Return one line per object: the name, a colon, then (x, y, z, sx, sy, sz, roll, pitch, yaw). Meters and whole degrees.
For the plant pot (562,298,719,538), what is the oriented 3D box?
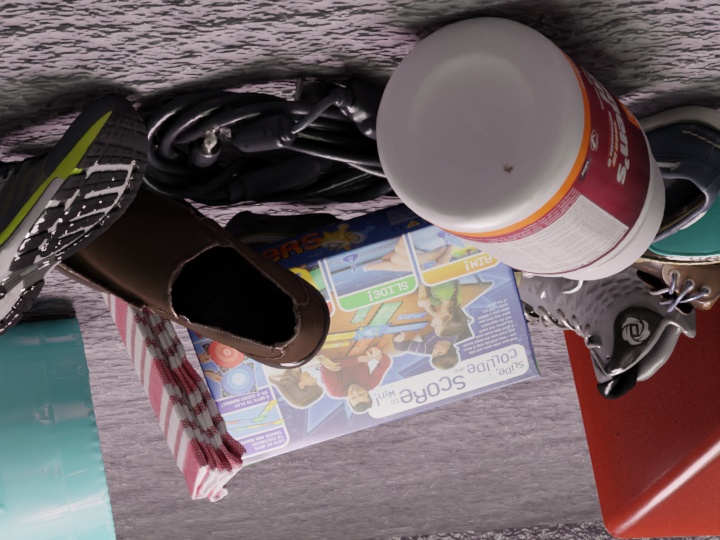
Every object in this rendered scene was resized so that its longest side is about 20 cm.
plant pot: (0.292, 0.076, 1.706, 0.199, 0.201, 0.176, 2, 154, -26)

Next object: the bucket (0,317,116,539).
bucket: (-0.265, 0.134, 1.722, 0.134, 0.208, 0.207, -9, 168, -8)

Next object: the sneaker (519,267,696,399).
sneaker: (0.149, 0.038, 1.620, 0.199, 0.116, 0.075, -13, 165, 31)

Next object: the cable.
cable: (-0.033, -0.059, 1.282, 0.163, 0.051, 0.200, -11, 166, 28)

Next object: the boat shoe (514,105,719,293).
boat shoe: (0.141, -0.035, 1.355, 0.200, 0.062, 0.075, -18, 119, 41)

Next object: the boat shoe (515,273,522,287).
boat shoe: (0.013, 0.008, 1.538, 0.199, 0.074, 0.063, -11, 168, 28)

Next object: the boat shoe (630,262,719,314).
boat shoe: (0.226, -0.010, 1.532, 0.199, 0.073, 0.072, -2, 167, -13)

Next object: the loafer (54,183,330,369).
loafer: (-0.107, -0.009, 1.297, 0.199, 0.073, 0.071, 24, 177, -1)

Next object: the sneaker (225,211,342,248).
sneaker: (0.000, 0.000, 1.446, 0.199, 0.081, 0.074, 14, 119, -22)

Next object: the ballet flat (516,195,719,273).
ballet flat: (0.176, -0.034, 1.444, 0.199, 0.071, 0.071, -7, 167, 19)

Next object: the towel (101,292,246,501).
towel: (-0.125, 0.044, 1.401, 0.030, 0.201, 0.146, -23, 171, -12)

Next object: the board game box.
board game box: (-0.001, 0.034, 1.385, 0.199, 0.035, 0.136, -16, 124, 0)

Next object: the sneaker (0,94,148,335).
sneaker: (-0.195, -0.036, 1.249, 0.200, 0.081, 0.074, -42, 163, 29)

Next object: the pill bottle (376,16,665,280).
pill bottle: (0.093, -0.057, 1.204, 0.109, 0.110, 0.200, -10, 166, 21)
